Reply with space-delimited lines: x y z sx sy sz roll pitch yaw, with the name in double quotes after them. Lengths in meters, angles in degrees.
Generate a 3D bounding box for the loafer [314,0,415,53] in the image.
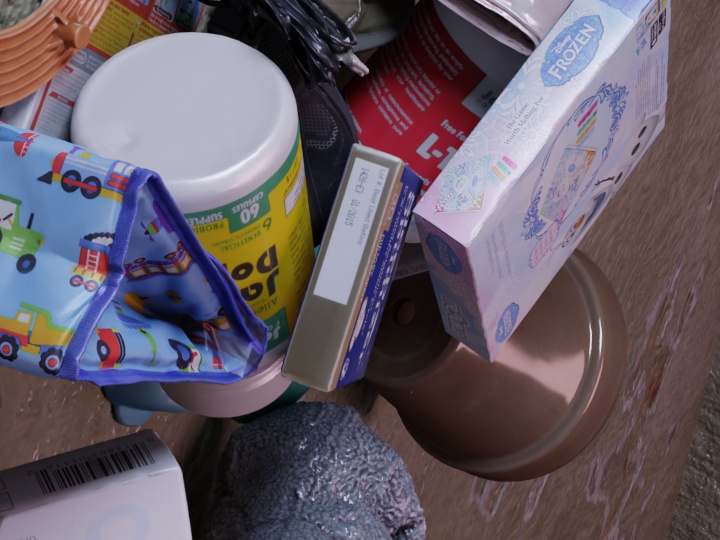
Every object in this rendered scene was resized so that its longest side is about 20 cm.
-0.021 -0.166 1.159 0.200 0.075 0.070 -44 151 -53 "loafer"

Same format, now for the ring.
-0.150 -0.166 0.864 0.200 0.019 0.201 -45 144 -45 "ring"

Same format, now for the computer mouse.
-0.033 -0.093 1.042 0.053 0.139 0.201 -32 146 -20 "computer mouse"

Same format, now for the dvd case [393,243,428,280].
0.063 -0.063 1.372 0.200 0.017 0.143 -17 -134 61 "dvd case"

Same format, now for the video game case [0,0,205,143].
-0.122 -0.125 1.005 0.201 0.017 0.143 -70 161 -3 "video game case"

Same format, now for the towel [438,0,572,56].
0.069 -0.244 1.181 0.200 0.191 0.032 -59 -175 -35 "towel"

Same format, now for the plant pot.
0.077 0.048 1.495 0.174 0.199 0.201 24 84 -52 "plant pot"

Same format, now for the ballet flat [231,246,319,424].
-0.043 0.023 1.257 0.200 0.067 0.071 -56 -137 50 "ballet flat"

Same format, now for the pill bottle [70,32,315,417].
-0.080 -0.015 1.022 0.113 0.112 0.201 -58 158 -34 "pill bottle"

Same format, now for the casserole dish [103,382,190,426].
-0.092 0.003 1.172 0.201 0.039 0.121 -71 160 -1 "casserole dish"

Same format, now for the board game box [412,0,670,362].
0.113 -0.063 1.180 0.199 0.043 0.200 -53 162 -13 "board game box"

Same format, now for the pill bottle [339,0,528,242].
0.065 -0.120 1.262 0.200 0.112 0.112 -47 173 29 "pill bottle"

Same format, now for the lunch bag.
-0.135 0.003 0.881 0.095 0.150 0.200 -69 160 -7 "lunch bag"

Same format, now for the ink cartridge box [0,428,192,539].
-0.156 0.190 0.962 0.159 0.047 0.201 -15 117 -18 "ink cartridge box"

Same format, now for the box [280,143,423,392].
0.000 0.000 1.066 0.200 0.032 0.122 3 104 -86 "box"

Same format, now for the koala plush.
-0.046 0.194 1.236 0.200 0.176 0.185 -57 153 -70 "koala plush"
